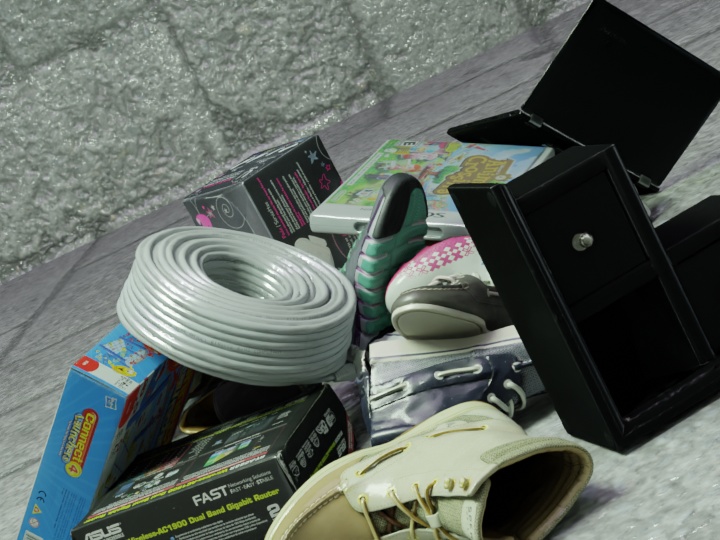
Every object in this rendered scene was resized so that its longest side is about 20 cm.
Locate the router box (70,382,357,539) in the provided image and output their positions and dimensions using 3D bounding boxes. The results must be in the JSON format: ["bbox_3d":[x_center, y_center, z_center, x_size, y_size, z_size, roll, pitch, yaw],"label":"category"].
[{"bbox_3d":[-0.114,0.174,1.406,0.200,0.062,0.150,-22,11,21],"label":"router box"}]

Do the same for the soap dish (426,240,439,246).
[{"bbox_3d":[0.033,0.004,1.703,0.157,0.081,0.200,-38,3,38],"label":"soap dish"}]

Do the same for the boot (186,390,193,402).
[{"bbox_3d":[-0.161,0.085,1.741,0.155,0.074,0.200,-29,-12,30],"label":"boot"}]

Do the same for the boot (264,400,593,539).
[{"bbox_3d":[0.041,0.157,1.130,0.200,0.072,0.155,-29,14,-16],"label":"boot"}]

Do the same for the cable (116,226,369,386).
[{"bbox_3d":[-0.102,0.029,1.473,0.200,0.069,0.200,32,26,32],"label":"cable"}]

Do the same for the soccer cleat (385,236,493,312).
[{"bbox_3d":[0.122,0.006,1.533,0.200,0.070,0.086,-18,36,-19],"label":"soccer cleat"}]

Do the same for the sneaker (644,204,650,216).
[{"bbox_3d":[0.176,-0.039,1.670,0.200,0.080,0.070,-30,14,-8],"label":"sneaker"}]

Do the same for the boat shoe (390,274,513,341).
[{"bbox_3d":[0.085,0.030,1.360,0.067,0.057,0.200,-17,-22,33],"label":"boat shoe"}]

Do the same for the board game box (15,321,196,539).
[{"bbox_3d":[-0.211,0.136,1.514,0.200,0.056,0.196,-69,-9,27],"label":"board game box"}]

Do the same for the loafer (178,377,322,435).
[{"bbox_3d":[-0.103,0.121,1.626,0.072,0.073,0.200,-44,9,-31],"label":"loafer"}]

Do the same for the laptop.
[{"bbox_3d":[0.228,-0.163,1.755,0.200,0.187,0.116,-9,59,58],"label":"laptop"}]

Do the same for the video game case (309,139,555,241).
[{"bbox_3d":[0.073,-0.079,1.681,0.182,0.022,0.200,5,27,23],"label":"video game case"}]

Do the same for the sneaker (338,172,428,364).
[{"bbox_3d":[0.000,0.000,1.565,0.087,0.200,0.074,26,26,36],"label":"sneaker"}]

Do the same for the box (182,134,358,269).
[{"bbox_3d":[-0.074,-0.021,1.832,0.115,0.200,0.132,-35,13,-34],"label":"box"}]

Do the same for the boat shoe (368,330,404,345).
[{"bbox_3d":[0.062,0.074,1.459,0.070,0.071,0.200,-31,5,-7],"label":"boat shoe"}]

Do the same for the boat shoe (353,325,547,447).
[{"bbox_3d":[0.095,0.098,1.305,0.199,0.075,0.093,-8,53,10],"label":"boat shoe"}]

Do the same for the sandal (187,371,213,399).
[{"bbox_3d":[-0.163,0.083,1.618,0.201,0.080,0.057,-33,29,39],"label":"sandal"}]

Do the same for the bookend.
[{"bbox_3d":[0.198,-0.014,1.202,0.200,0.199,0.092,-29,10,-13],"label":"bookend"}]
